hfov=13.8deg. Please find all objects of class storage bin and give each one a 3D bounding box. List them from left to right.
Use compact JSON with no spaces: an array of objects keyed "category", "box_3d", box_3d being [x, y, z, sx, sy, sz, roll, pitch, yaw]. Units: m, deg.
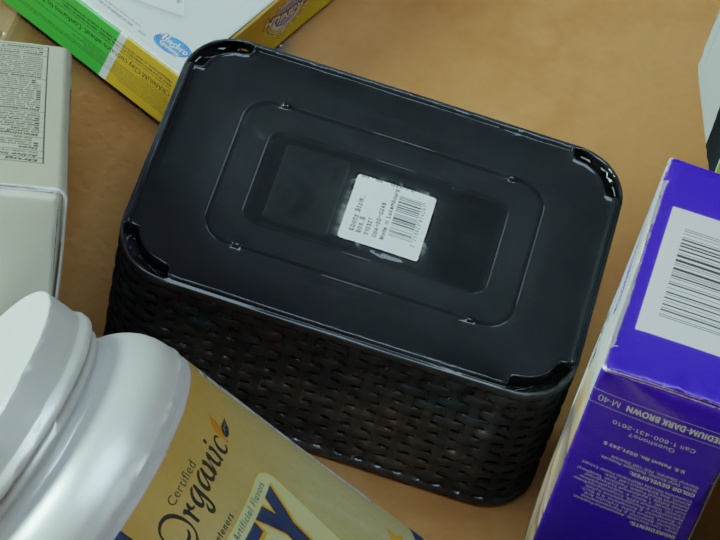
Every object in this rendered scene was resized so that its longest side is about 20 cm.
[{"category":"storage bin","box_3d":[0.000,0.000,1.289,0.199,0.094,0.136,17,53,2]}]

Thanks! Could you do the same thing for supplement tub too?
[{"category":"supplement tub","box_3d":[-0.077,0.115,1.123,0.200,0.144,0.145,37,52,-16]}]

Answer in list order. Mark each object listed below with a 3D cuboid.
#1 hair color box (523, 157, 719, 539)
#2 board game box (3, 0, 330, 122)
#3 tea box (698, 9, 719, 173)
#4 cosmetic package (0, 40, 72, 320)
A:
[{"category":"hair color box","box_3d":[0.116,0.061,1.201,0.065,0.200,0.110,19,54,5]},{"category":"board game box","box_3d":[-0.078,-0.175,1.428,0.153,0.040,0.200,38,57,16]},{"category":"tea box","box_3d":[0.260,-0.045,1.254,0.199,0.134,0.198,3,56,-9]},{"category":"cosmetic package","box_3d":[-0.172,-0.036,1.231,0.105,0.071,0.200,5,20,-5]}]
